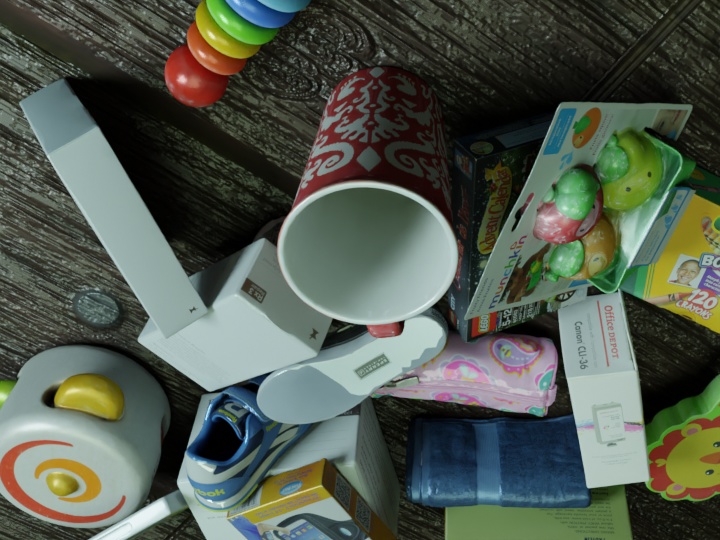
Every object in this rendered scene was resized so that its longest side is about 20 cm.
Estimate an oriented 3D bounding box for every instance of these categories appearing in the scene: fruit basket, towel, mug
[{"bbox_3d":[0.180,-0.046,0.762,0.094,0.200,0.186,37,120,28],"label":"fruit basket"},{"bbox_3d":[0.149,0.207,1.048,0.199,0.112,0.049,0,128,6],"label":"towel"},{"bbox_3d":[0.005,-0.057,0.795,0.133,0.200,0.178,18,129,-9],"label":"mug"}]

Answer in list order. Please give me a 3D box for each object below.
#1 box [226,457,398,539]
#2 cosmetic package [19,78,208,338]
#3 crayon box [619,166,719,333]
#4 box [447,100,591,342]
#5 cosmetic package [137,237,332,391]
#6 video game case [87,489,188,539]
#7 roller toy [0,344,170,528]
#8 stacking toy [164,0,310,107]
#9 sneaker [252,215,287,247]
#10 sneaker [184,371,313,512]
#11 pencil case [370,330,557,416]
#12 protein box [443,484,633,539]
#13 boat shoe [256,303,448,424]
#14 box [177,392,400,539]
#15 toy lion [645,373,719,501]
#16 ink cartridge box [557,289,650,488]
[{"bbox_3d":[-0.034,0.286,1.009,0.119,0.042,0.200,-24,120,22],"label":"box"},{"bbox_3d":[-0.217,-0.055,0.850,0.052,0.151,0.200,-33,125,-12],"label":"cosmetic package"},{"bbox_3d":[0.331,-0.013,0.887,0.199,0.058,0.119,23,127,-12],"label":"crayon box"},{"bbox_3d":[0.147,-0.040,0.859,0.136,0.038,0.201,-18,131,-19],"label":"box"},{"bbox_3d":[-0.121,0.048,0.931,0.102,0.074,0.200,39,143,-24],"label":"cosmetic package"},{"bbox_3d":[-0.254,0.289,1.096,0.182,0.200,0.023,-30,82,8],"label":"video game case"},{"bbox_3d":[-0.308,0.188,1.061,0.199,0.140,0.183,-21,124,20],"label":"roller toy"},{"bbox_3d":[-0.097,-0.208,0.771,0.085,0.086,0.200,33,131,-19],"label":"stacking toy"},{"bbox_3d":[0.000,0.000,0.931,0.199,0.078,0.100,5,136,13],"label":"sneaker"},{"bbox_3d":[-0.104,0.147,0.977,0.074,0.200,0.082,17,146,32],"label":"sneaker"},{"bbox_3d":[0.099,0.101,0.987,0.199,0.088,0.088,6,129,0],"label":"pencil case"},{"bbox_3d":[0.192,0.307,1.067,0.198,0.200,0.135,0,129,6],"label":"protein box"},{"bbox_3d":[-0.009,0.080,0.927,0.200,0.066,0.070,-31,112,15],"label":"boat shoe"},{"bbox_3d":[-0.072,0.241,1.085,0.198,0.131,0.200,-9,127,11],"label":"box"},{"bbox_3d":[0.390,0.169,1.009,0.191,0.069,0.200,2,129,-5],"label":"toy lion"},{"bbox_3d":[0.239,0.104,0.954,0.067,0.117,0.200,-9,126,12],"label":"ink cartridge box"}]
